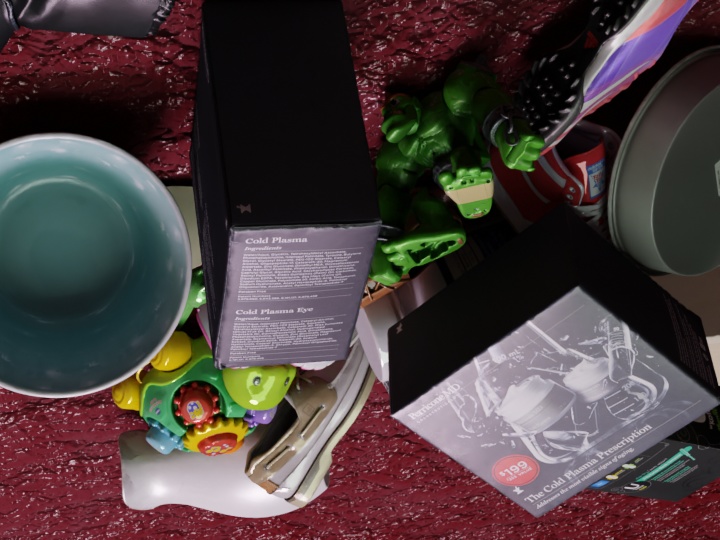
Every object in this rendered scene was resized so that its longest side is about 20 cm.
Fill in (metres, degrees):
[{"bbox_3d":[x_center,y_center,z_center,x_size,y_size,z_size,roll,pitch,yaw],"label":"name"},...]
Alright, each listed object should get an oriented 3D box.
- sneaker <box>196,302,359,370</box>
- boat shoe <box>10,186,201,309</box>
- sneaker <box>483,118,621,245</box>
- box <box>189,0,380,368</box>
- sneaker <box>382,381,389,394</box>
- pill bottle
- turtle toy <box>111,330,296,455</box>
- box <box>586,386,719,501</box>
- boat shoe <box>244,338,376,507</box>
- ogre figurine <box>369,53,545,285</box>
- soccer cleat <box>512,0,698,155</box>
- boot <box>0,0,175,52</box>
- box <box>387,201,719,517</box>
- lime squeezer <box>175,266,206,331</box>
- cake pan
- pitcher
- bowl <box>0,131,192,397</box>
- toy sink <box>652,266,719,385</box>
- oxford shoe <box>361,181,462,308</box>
[{"bbox_3d":[-0.049,0.036,1.432,0.088,0.082,0.200,-37,163,30],"label":"sneaker"},{"bbox_3d":[-0.196,-0.020,1.346,0.201,0.074,0.063,-19,-178,-5],"label":"boat shoe"},{"bbox_3d":[0.189,-0.042,1.325,0.200,0.071,0.112,49,146,-10],"label":"sneaker"},{"bbox_3d":[-0.060,-0.061,1.176,0.104,0.200,0.182,-3,148,-11],"label":"box"},{"bbox_3d":[0.110,0.065,1.567,0.200,0.081,0.076,-24,145,16],"label":"sneaker"},{"bbox_3d":[0.097,0.023,1.429,0.199,0.120,0.120,-19,149,-8],"label":"pill bottle"},{"bbox_3d":[-0.133,0.112,1.523,0.145,0.101,0.200,4,147,-37],"label":"turtle toy"},{"bbox_3d":[0.284,0.142,1.683,0.200,0.149,0.124,13,142,-34],"label":"box"},{"bbox_3d":[-0.043,0.126,1.554,0.068,0.200,0.075,26,180,-16],"label":"boat shoe"},{"bbox_3d":[0.063,-0.083,1.276,0.098,0.120,0.200,3,144,-16],"label":"ogre figurine"},{"bbox_3d":[0.186,-0.157,1.231,0.073,0.068,0.200,13,126,-35],"label":"soccer cleat"},{"bbox_3d":[-0.214,-0.175,1.085,0.162,0.074,0.198,-2,147,-22],"label":"boot"},{"bbox_3d":[0.153,0.078,1.317,0.182,0.104,0.200,37,121,-27],"label":"box"},{"bbox_3d":[-0.114,0.009,1.439,0.200,0.038,0.071,-31,144,27],"label":"lime squeezer"},{"bbox_3d":[0.281,-0.083,1.322,0.200,0.037,0.201,-22,125,-35],"label":"cake pan"},{"bbox_3d":[-0.133,0.196,1.677,0.199,0.122,0.172,-7,174,5],"label":"pitcher"},{"bbox_3d":[-0.233,-0.010,1.254,0.200,0.201,0.105,-8,-171,-8],"label":"bowl"},{"bbox_3d":[0.332,0.033,1.547,0.199,0.131,0.112,-8,148,-10],"label":"toy sink"},{"bbox_3d":[0.000,0.000,1.352,0.200,0.071,0.071,-39,130,-14],"label":"oxford shoe"}]
